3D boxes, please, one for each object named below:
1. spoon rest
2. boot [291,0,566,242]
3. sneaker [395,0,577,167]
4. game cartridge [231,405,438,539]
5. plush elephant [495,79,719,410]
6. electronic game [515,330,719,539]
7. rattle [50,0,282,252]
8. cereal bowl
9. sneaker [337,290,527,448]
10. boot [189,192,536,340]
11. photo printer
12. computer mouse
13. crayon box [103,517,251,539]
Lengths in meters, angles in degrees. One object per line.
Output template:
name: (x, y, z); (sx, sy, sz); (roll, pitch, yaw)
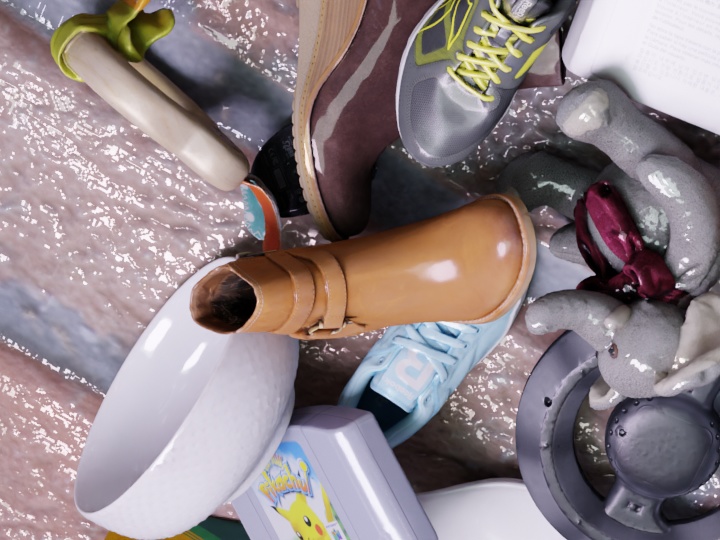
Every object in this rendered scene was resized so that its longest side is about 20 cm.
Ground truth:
spoon rest: (0.056, 0.168, 1.827); (0.199, 0.061, 0.100); (21, 123, 6)
boot: (0.044, -0.114, 1.649); (0.166, 0.072, 0.201); (1, 103, 13)
sneaker: (0.080, -0.150, 1.574); (0.074, 0.085, 0.200); (27, 103, -5)
game cartridge: (-0.027, 0.160, 1.796); (0.200, 0.040, 0.134); (-26, 89, 59)
plush elephant: (0.167, 0.008, 1.633); (0.199, 0.155, 0.165); (27, 156, -12)
electronic game: (0.202, 0.112, 1.757); (0.199, 0.042, 0.201); (3, 112, 8)
rattle: (-0.088, -0.122, 1.694); (0.200, 0.130, 0.143); (39, 79, 7)
cereal bowl: (-0.103, 0.095, 1.761); (0.083, 0.200, 0.200); (32, 124, -18)
sneaker: (0.047, 0.055, 1.753); (0.074, 0.082, 0.200); (30, 123, -2)
boot: (0.000, 0.000, 1.624); (0.200, 0.155, 0.077); (-12, 82, 55)
photo printer: (0.226, -0.183, 1.571); (0.166, 0.070, 0.201); (22, 122, 5)
computer mouse: (0.013, -0.088, 1.717); (0.199, 0.034, 0.059); (-23, 82, 22)
crayon box: (-0.142, 0.251, 1.852); (0.118, 0.200, 0.058); (8, 123, 12)
